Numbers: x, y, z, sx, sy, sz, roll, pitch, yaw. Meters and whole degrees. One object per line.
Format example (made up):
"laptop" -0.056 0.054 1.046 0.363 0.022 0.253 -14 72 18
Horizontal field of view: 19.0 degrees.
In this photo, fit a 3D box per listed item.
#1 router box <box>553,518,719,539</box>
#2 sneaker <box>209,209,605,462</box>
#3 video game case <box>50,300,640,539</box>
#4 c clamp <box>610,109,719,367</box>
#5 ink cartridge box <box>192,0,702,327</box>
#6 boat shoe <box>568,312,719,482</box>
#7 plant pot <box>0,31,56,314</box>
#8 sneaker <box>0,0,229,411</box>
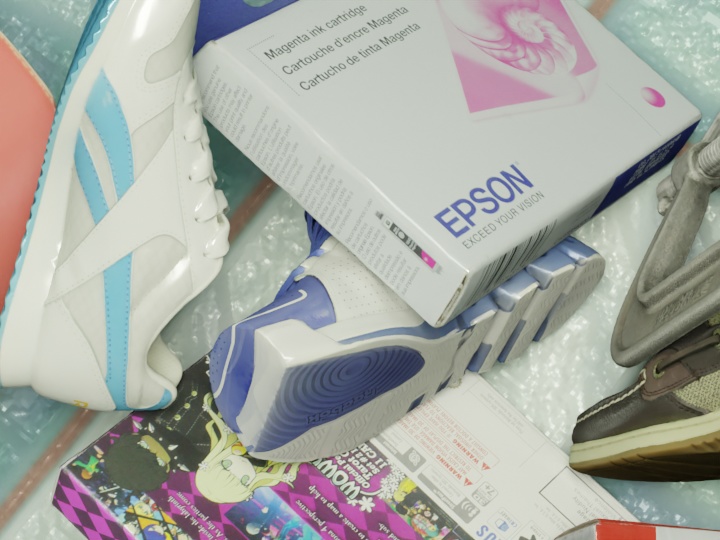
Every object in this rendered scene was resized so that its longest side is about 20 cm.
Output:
"router box" 0.166 0.207 0.857 0.178 0.049 0.201 6 72 -17
"sneaker" 0.001 0.000 0.917 0.199 0.081 0.115 -21 60 -41
"video game case" 0.002 0.107 0.904 0.200 0.036 0.181 42 52 13
"c clamp" 0.151 -0.041 0.869 0.027 0.200 0.171 32 74 -5
"ink cartridge box" 0.023 -0.089 0.926 0.200 0.043 0.196 43 43 12
"boat shoe" 0.156 0.042 0.860 0.073 0.200 0.065 9 71 -34
"plant pot" -0.217 -0.024 0.931 0.177 0.201 0.200 -41 76 -14
"sneaker" -0.087 -0.039 0.856 0.080 0.077 0.201 14 110 -7
